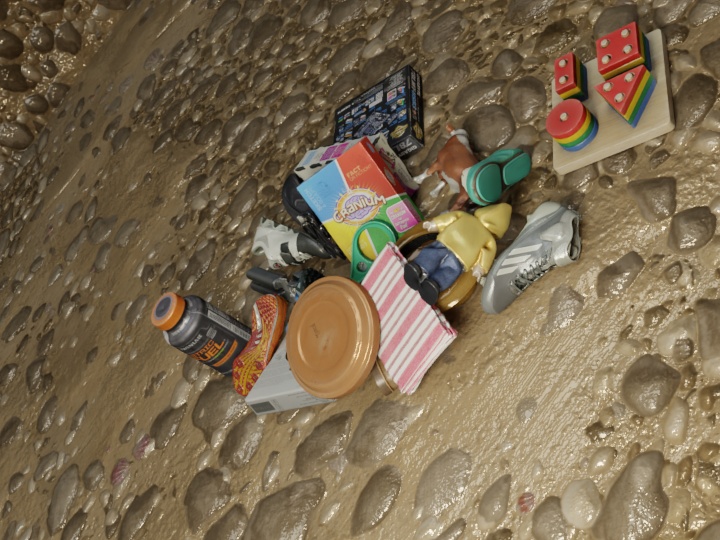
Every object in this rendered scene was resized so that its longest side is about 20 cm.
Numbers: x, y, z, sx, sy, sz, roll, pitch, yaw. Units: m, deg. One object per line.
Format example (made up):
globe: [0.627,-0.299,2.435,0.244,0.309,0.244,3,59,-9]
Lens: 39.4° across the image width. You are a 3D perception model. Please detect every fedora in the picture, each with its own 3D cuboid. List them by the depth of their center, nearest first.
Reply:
fedora: [0.125,0.007,1.633,0.200,0.082,0.202,-22,50,28]

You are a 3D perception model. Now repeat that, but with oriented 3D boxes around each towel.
towel: [0.062,0.074,1.577,0.147,0.030,0.200,-56,51,33]

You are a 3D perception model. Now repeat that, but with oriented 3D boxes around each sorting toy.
sorting toy: [0.380,-0.279,1.585,0.199,0.070,0.200,-21,48,35]

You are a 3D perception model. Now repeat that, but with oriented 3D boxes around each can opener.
can opener: [-0.144,0.025,1.949,0.067,0.054,0.200,-33,28,-26]

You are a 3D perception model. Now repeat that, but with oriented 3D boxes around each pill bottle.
pill bottle: [-0.300,0.115,1.909,0.106,0.200,0.107,-28,45,31]

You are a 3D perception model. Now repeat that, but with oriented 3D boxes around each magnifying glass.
magnifying glass: [0.000,0.000,1.767,0.201,0.079,0.022,-61,-5,25]

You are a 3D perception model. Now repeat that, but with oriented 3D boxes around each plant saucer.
plant saucer: [-0.052,0.107,1.637,0.200,0.032,0.202,-10,74,41]

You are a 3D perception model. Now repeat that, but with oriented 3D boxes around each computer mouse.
computer mouse: [-0.103,-0.102,1.853,0.053,0.139,0.200,-35,45,7]

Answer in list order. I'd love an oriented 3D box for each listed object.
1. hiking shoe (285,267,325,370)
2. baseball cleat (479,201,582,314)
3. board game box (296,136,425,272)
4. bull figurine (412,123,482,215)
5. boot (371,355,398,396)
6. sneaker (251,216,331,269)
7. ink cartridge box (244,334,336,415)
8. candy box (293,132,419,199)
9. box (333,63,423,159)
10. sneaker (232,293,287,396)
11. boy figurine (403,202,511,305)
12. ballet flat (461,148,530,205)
hiking shoe: [-0.103,0.077,1.787,0.087,0.074,0.201,-41,28,32]
baseball cleat: [0.260,-0.011,1.513,0.106,0.070,0.201,30,90,46]
board game box: [0.006,-0.109,1.762,0.153,0.200,0.040,-33,8,26]
bull figurine: [0.164,-0.167,1.738,0.121,0.065,0.200,-46,37,14]
boot: [0.039,0.113,1.668,0.075,0.074,0.201,-30,48,7]
sneaker: [-0.132,-0.036,1.941,0.199,0.074,0.089,18,81,42]
ink cartridge box: [-0.091,0.168,1.777,0.199,0.044,0.174,-16,30,39]
candy box: [-0.008,-0.171,1.861,0.199,0.137,0.061,-7,42,43]
box: [0.032,-0.281,1.979,0.199,0.050,0.199,-27,46,31]
sneaker: [-0.180,0.142,1.880,0.073,0.077,0.201,24,95,24]
boy figurine: [0.151,-0.041,1.528,0.124,0.065,0.200,40,64,17]
ballet flat: [0.202,-0.148,1.606,0.070,0.068,0.200,1,19,34]
